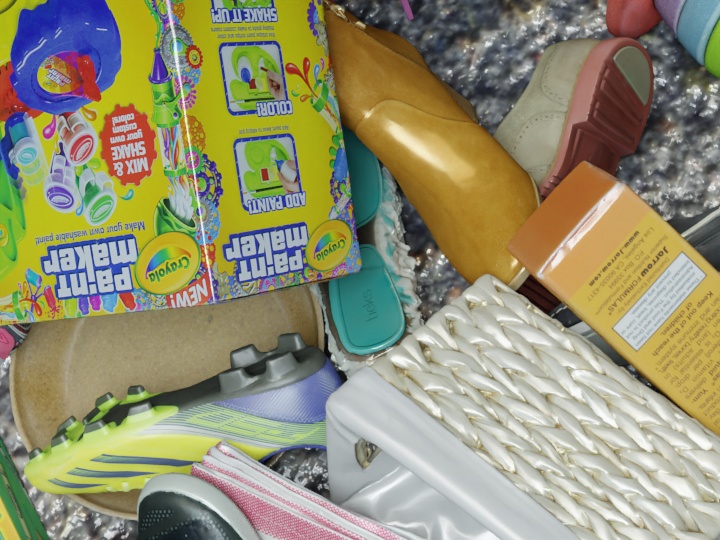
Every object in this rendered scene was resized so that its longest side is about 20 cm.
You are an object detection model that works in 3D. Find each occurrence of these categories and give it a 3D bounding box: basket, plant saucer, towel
[{"bbox_3d":[0.093,0.115,0.836,0.200,0.136,0.123,36,63,22],"label":"basket"},{"bbox_3d":[-0.114,0.055,0.976,0.199,0.035,0.202,-5,69,12],"label":"plant saucer"},{"bbox_3d":[-0.043,0.206,0.857,0.146,0.030,0.201,23,111,21],"label":"towel"}]

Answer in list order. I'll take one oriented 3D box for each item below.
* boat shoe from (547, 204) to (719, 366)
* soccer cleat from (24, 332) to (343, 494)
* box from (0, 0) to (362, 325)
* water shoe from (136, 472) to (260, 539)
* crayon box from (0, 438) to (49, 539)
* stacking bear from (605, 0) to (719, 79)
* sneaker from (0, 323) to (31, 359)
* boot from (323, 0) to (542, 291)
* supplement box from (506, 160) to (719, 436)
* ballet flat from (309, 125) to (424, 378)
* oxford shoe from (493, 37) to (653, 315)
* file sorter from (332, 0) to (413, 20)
[{"bbox_3d":[0.188,-0.004,0.905,0.199,0.074,0.061,-24,65,1],"label":"boat shoe"},{"bbox_3d":[-0.098,0.101,0.902,0.199,0.065,0.084,-19,105,17],"label":"soccer cleat"},{"bbox_3d":[-0.122,-0.077,0.869,0.199,0.122,0.194,-7,94,39],"label":"box"},{"bbox_3d":[-0.079,0.204,0.813,0.071,0.079,0.201,-11,97,28],"label":"water shoe"},{"bbox_3d":[-0.257,0.160,0.958,0.118,0.058,0.201,-33,65,0],"label":"crayon box"},{"bbox_3d":[0.254,-0.139,0.926,0.121,0.114,0.200,-45,70,-6],"label":"stacking bear"},{"bbox_3d":[-0.210,-0.037,0.983,0.074,0.081,0.201,-17,47,18],"label":"sneaker"},{"bbox_3d":[0.019,-0.075,0.906,0.071,0.144,0.202,-48,33,22],"label":"boot"},{"bbox_3d":[0.171,0.035,0.834,0.200,0.067,0.069,40,94,-16],"label":"supplement box"},{"bbox_3d":[0.000,0.000,0.948,0.071,0.072,0.201,-16,46,7],"label":"ballet flat"},{"bbox_3d":[0.107,-0.046,0.957,0.075,0.070,0.201,14,73,48],"label":"oxford shoe"},{"bbox_3d":[-0.038,-0.214,1.013,0.199,0.126,0.140,-21,65,4],"label":"file sorter"}]
